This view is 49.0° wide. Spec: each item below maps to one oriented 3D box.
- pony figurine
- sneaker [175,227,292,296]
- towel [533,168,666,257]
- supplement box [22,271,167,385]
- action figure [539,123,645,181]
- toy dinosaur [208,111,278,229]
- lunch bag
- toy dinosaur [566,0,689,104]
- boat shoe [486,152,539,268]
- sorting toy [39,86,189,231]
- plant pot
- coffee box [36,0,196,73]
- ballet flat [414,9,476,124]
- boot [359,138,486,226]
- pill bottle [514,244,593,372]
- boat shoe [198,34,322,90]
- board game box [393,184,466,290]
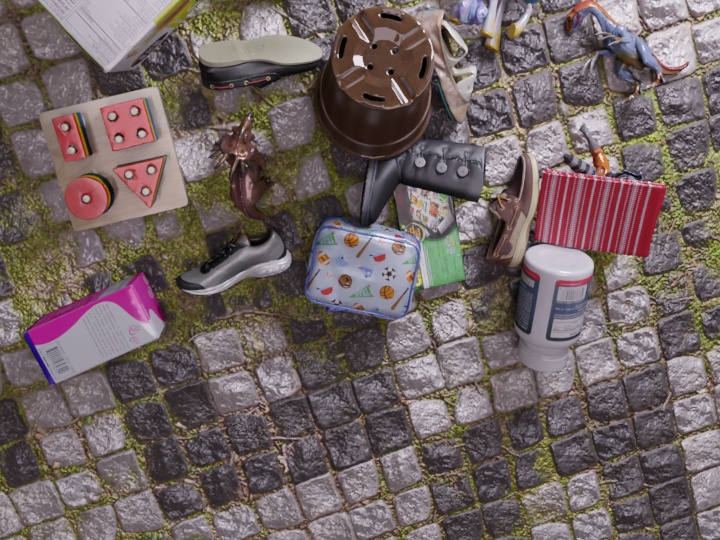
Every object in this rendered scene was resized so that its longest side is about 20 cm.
[{"bbox_3d":[0.219,-0.471,1.243,0.192,0.166,0.202,18,100,-42],"label":"pony figurine"},{"bbox_3d":[-0.219,-0.017,1.335,0.198,0.074,0.080,-20,118,-7],"label":"sneaker"},{"bbox_3d":[0.398,-0.096,1.325,0.197,0.023,0.146,10,127,15],"label":"towel"},{"bbox_3d":[-0.442,0.096,1.332,0.198,0.103,0.102,-23,104,2],"label":"supplement box"},{"bbox_3d":[0.396,-0.120,1.357,0.193,0.105,0.200,40,97,-4],"label":"action figure"},{"bbox_3d":[-0.188,-0.150,1.277,0.085,0.136,0.203,-14,105,-1],"label":"toy dinosaur"},{"bbox_3d":[0.000,0.000,1.355,0.197,0.076,0.162,12,108,0],"label":"lunch bag"},{"bbox_3d":[0.431,-0.377,1.329,0.199,0.105,0.183,-30,93,-35],"label":"toy dinosaur"},{"bbox_3d":[0.257,-0.104,1.364,0.071,0.072,0.203,6,109,-8],"label":"boat shoe"},{"bbox_3d":[-0.403,-0.177,1.284,0.197,0.070,0.201,-13,105,-2],"label":"sorting toy"},{"bbox_3d":[0.027,-0.291,1.203,0.197,0.198,0.203,0,84,-3],"label":"plant pot"},{"bbox_3d":[-0.357,-0.432,1.159,0.197,0.200,0.200,-42,104,7],"label":"coffee box"},{"bbox_3d":[0.148,-0.328,1.275,0.067,0.069,0.201,-15,127,24],"label":"ballet flat"},{"bbox_3d":[0.105,-0.140,1.319,0.197,0.066,0.167,10,86,-4],"label":"boot"},{"bbox_3d":[0.332,0.068,1.380,0.118,0.120,0.202,1,116,-5],"label":"pill bottle"},{"bbox_3d":[-0.161,-0.334,1.275,0.199,0.074,0.064,-9,141,-13],"label":"boat shoe"},{"bbox_3d":[0.119,-0.070,1.383,0.103,0.023,0.203,-11,104,-5],"label":"board game box"}]
